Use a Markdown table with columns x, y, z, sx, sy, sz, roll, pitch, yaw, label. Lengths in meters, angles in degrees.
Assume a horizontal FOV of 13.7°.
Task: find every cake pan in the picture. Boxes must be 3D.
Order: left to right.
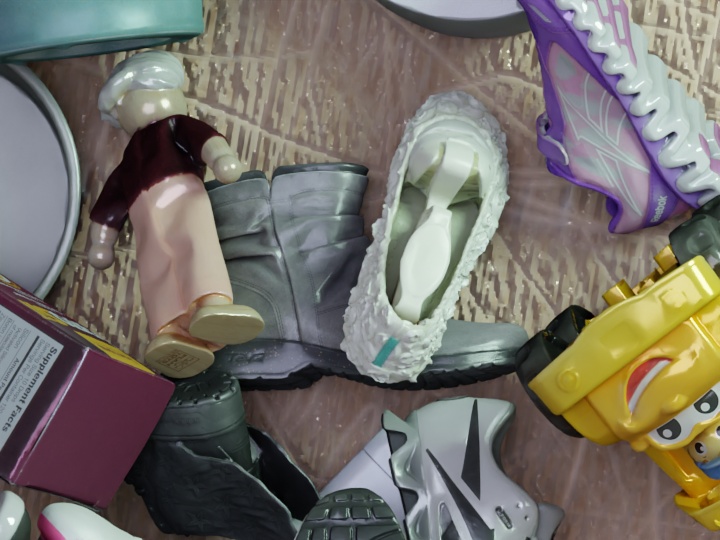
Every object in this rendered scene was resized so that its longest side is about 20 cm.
| x | y | z | sx | sy | sz | roll | pitch | yaw | label |
| --- | --- | --- | --- | --- | --- | --- | --- | --- | --- |
| -0.259 | -0.043 | 1.766 | 0.200 | 0.037 | 0.201 | -1 | 85 | 8 | cake pan |

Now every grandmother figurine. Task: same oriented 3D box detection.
| x | y | z | sx | sy | sz | roll | pitch | yaw | label |
| --- | --- | --- | --- | --- | --- | --- | --- | --- | --- |
| -0.111 | -0.039 | 1.707 | 0.121 | 0.061 | 0.200 | -27 | 57 | 23 | grandmother figurine |

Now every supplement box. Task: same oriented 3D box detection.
| x | y | z | sx | sy | sz | roll | pitch | yaw | label |
| --- | --- | --- | --- | --- | --- | --- | --- | --- | --- |
| -0.218 | 0.043 | 1.653 | 0.200 | 0.110 | 0.086 | 30 | 90 | 26 | supplement box |

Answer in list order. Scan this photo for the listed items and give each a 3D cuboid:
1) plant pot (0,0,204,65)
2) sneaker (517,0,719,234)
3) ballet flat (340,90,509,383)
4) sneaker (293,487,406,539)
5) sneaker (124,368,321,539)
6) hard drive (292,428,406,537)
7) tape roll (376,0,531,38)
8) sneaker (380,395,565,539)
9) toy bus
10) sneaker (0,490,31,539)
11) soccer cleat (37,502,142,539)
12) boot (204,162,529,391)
| x | y | z | sx | sy | sz | roll | pitch | yaw | label |
| --- | --- | --- | --- | --- | --- | --- | --- | --- | --- |
| -0.167 | -0.216 | 1.698 | 0.199 | 0.200 | 0.189 | -6 | 92 | 8 | plant pot |
| 0.128 | -0.095 | 1.669 | 0.088 | 0.081 | 0.200 | -29 | 115 | 21 | sneaker |
| 0.044 | -0.028 | 1.667 | 0.072 | 0.072 | 0.200 | 11 | 58 | 9 | ballet flat |
| -0.005 | 0.220 | 1.650 | 0.075 | 0.088 | 0.201 | -4 | 87 | -1 | sneaker |
| -0.115 | 0.110 | 1.713 | 0.199 | 0.060 | 0.104 | 1 | 118 | 33 | sneaker |
| -0.009 | 0.206 | 1.712 | 0.200 | 0.027 | 0.132 | -46 | 81 | 2 | hard drive |
| 0.068 | -0.237 | 1.722 | 0.200 | 0.066 | 0.201 | -1 | 84 | 8 | tape roll |
| 0.074 | 0.165 | 1.654 | 0.088 | 0.074 | 0.201 | -13 | 82 | 6 | sneaker |
| 0.194 | 0.076 | 1.609 | 0.136 | 0.200 | 0.192 | -36 | 87 | 16 | toy bus |
| -0.178 | 0.195 | 1.616 | 0.099 | 0.200 | 0.071 | 24 | 47 | 0 | sneaker |
| -0.096 | 0.183 | 1.652 | 0.086 | 0.070 | 0.200 | -43 | 116 | -8 | soccer cleat |
| 0.000 | 0.000 | 1.712 | 0.199 | 0.070 | 0.132 | 1 | 79 | 4 | boot |
